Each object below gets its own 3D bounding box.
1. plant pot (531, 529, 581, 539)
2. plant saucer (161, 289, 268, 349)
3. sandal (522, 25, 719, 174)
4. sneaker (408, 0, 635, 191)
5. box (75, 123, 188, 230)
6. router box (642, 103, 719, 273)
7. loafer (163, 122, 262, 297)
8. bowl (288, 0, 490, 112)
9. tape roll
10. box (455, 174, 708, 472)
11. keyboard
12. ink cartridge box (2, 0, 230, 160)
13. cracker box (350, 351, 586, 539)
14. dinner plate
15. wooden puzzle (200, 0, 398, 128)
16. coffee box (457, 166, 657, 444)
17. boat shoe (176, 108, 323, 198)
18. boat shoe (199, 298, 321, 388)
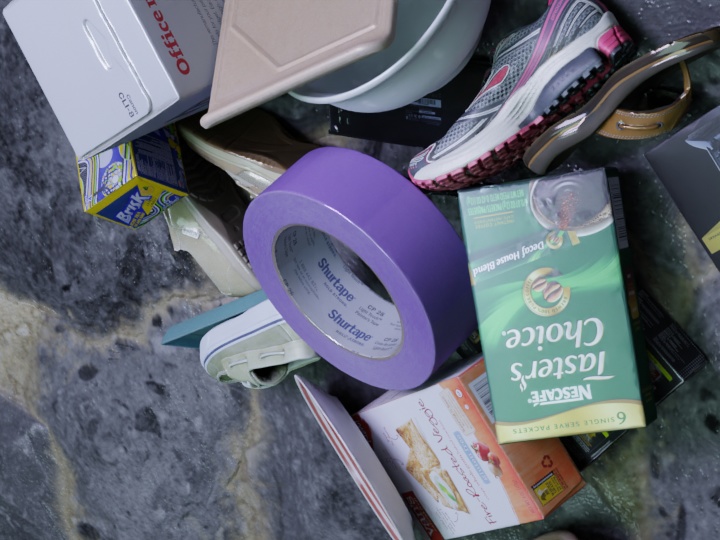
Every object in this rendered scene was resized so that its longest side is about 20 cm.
[{"bbox_3d":[0.172,0.346,1.476,0.175,0.200,0.200,42,133,-7],"label":"plant pot"},{"bbox_3d":[-0.096,0.039,1.620,0.200,0.070,0.019,-20,69,43],"label":"plant saucer"},{"bbox_3d":[0.199,-0.115,1.289,0.200,0.082,0.055,-37,82,38],"label":"sandal"},{"bbox_3d":[0.114,-0.132,1.348,0.200,0.081,0.075,-40,75,18],"label":"sneaker"},{"bbox_3d":[-0.210,-0.141,1.554,0.070,0.064,0.200,-31,56,30],"label":"box"},{"bbox_3d":[0.320,-0.068,1.238,0.200,0.052,0.157,-33,88,43],"label":"router box"},{"bbox_3d":[-0.149,-0.053,1.608,0.068,0.076,0.200,-38,85,37],"label":"loafer"},{"bbox_3d":[0.031,-0.196,1.359,0.201,0.201,0.090,-11,147,41],"label":"bowl"},{"bbox_3d":[0.000,0.000,1.431,0.200,0.066,0.200,31,146,24],"label":"tape roll"},{"bbox_3d":[0.157,0.048,1.431,0.200,0.044,0.160,49,131,10],"label":"box"},{"bbox_3d":[0.056,-0.115,1.453,0.200,0.021,0.127,12,111,36],"label":"keyboard"},{"bbox_3d":[-0.159,-0.204,1.460,0.145,0.200,0.145,-26,93,43],"label":"ink cartridge box"},{"bbox_3d":[0.086,0.150,1.487,0.134,0.058,0.200,58,151,-2],"label":"cracker box"},{"bbox_3d":[0.002,0.172,1.560,0.200,0.024,0.200,58,175,8],"label":"dinner plate"},{"bbox_3d":[-0.035,-0.208,1.342,0.185,0.200,0.037,-19,138,37],"label":"wooden puzzle"},{"bbox_3d":[0.150,0.028,1.353,0.123,0.044,0.200,-8,92,20],"label":"coffee box"},{"bbox_3d":[-0.080,-0.087,1.542,0.200,0.072,0.065,25,133,28],"label":"boat shoe"},{"bbox_3d":[-0.093,0.075,1.595,0.200,0.072,0.062,143,121,-60],"label":"boat shoe"}]
